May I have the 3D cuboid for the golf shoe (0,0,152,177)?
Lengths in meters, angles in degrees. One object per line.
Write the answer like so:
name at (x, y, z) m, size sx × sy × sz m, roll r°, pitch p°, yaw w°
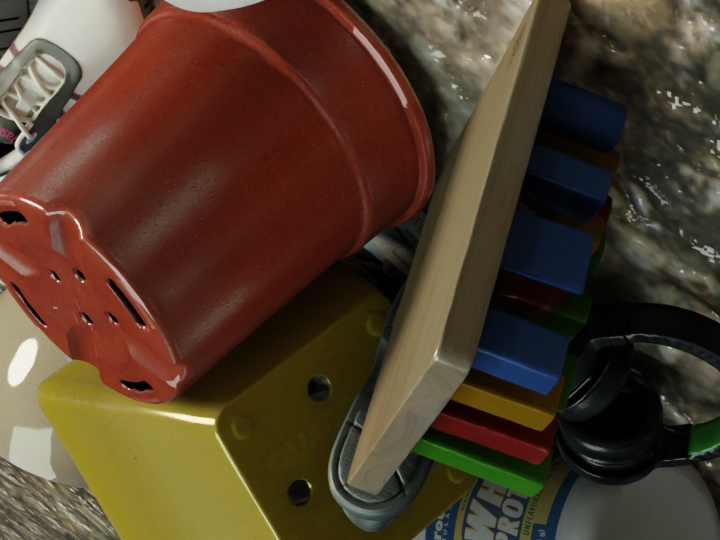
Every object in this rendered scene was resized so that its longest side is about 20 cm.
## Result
golf shoe at (-0.198, -0.119, 1.037) m, size 0.077 × 0.088 × 0.200 m, roll 36°, pitch 135°, yaw -10°

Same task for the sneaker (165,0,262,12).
sneaker at (-0.104, -0.201, 0.833) m, size 0.199 × 0.073 × 0.115 m, roll 15°, pitch 144°, yaw 39°

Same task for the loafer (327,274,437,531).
loafer at (0.042, 0.058, 0.927) m, size 0.071 × 0.201 × 0.063 m, roll 26°, pitch 158°, yaw 16°

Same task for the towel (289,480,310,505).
towel at (-0.100, 0.102, 1.197) m, size 0.200 × 0.035 × 0.192 m, roll 48°, pitch -162°, yaw 15°

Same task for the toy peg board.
toy peg board at (0.083, 0.006, 0.815) m, size 0.097 × 0.201 × 0.199 m, roll 19°, pitch 154°, yaw -4°

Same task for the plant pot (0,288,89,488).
plant pot at (-0.211, 0.056, 1.299) m, size 0.199 × 0.200 × 0.135 m, roll 31°, pitch 120°, yaw 13°

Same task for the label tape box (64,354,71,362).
label tape box at (-0.140, 0.008, 1.091) m, size 0.066 × 0.143 × 0.201 m, roll 11°, pitch 131°, yaw 51°

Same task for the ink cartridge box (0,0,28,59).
ink cartridge box at (-0.263, -0.176, 1.049) m, size 0.044 × 0.094 × 0.200 m, roll 33°, pitch 154°, yaw 9°

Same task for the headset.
headset at (0.138, 0.061, 0.961) m, size 0.198 × 0.094 × 0.124 m, roll -8°, pitch 135°, yaw 28°

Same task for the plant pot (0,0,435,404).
plant pot at (-0.094, -0.043, 0.911) m, size 0.200 × 0.195 × 0.202 m, roll 32°, pitch 150°, yaw 21°

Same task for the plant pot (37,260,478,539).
plant pot at (-0.045, 0.106, 1.002) m, size 0.176 × 0.199 × 0.201 m, roll -2°, pitch 120°, yaw 60°

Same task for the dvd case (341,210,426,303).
dvd case at (0.000, 0.000, 1.089) m, size 0.146 × 0.022 × 0.199 m, roll 49°, pitch 151°, yaw -23°

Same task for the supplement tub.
supplement tub at (0.125, 0.183, 1.085) m, size 0.199 × 0.145 × 0.145 m, roll -4°, pitch 133°, yaw 51°

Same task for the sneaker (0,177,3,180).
sneaker at (-0.242, -0.058, 1.211) m, size 0.200 × 0.100 × 0.078 m, roll 39°, pitch 155°, yaw -4°

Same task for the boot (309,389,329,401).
boot at (-0.061, 0.160, 1.375) m, size 0.162 × 0.074 × 0.198 m, roll 41°, pitch 147°, yaw -12°
